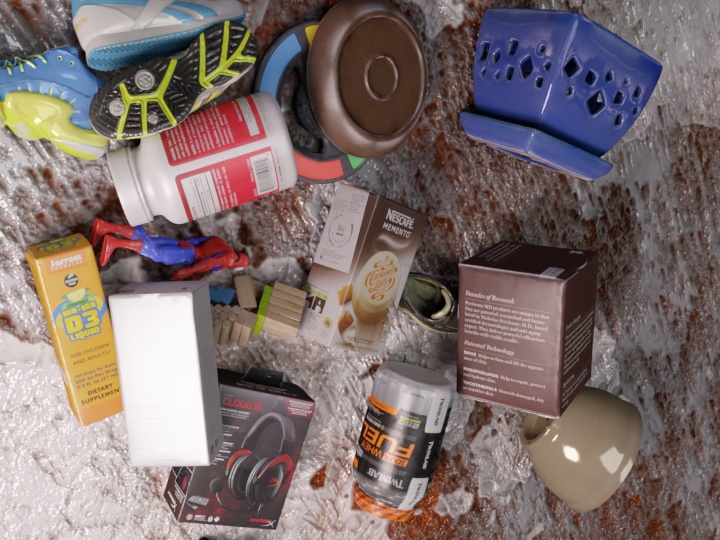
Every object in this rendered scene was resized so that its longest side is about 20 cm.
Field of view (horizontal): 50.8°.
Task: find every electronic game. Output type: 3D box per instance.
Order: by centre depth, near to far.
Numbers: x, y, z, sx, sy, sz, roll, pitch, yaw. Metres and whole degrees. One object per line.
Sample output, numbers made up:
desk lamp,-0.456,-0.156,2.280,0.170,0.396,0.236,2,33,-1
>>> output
electronic game,-0.048,-0.213,0.969,0.196,0.041,0.206,-9,106,-30

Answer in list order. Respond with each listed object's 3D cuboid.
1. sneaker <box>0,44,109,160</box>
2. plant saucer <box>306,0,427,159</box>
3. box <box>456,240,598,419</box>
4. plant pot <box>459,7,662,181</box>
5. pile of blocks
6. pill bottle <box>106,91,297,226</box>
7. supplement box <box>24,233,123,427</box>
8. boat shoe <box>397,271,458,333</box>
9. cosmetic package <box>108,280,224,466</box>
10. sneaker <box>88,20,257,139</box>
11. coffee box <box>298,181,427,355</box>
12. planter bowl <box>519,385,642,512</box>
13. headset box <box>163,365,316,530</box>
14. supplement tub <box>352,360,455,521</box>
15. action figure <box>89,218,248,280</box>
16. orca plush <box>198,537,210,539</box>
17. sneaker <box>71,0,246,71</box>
sneaker,-0.349,-0.193,0.782,0.197,0.075,0.108,20,80,-40
plant saucer,0.020,-0.247,0.970,0.196,0.032,0.206,-8,102,-38
box,0.246,0.079,1.119,0.165,0.161,0.206,-22,115,-54
plant pot,0.266,-0.243,1.066,0.196,0.199,0.184,14,101,-33
pile of blocks,-0.165,0.059,0.965,0.195,0.084,0.063,-2,147,-21
pill bottle,-0.178,-0.122,0.861,0.195,0.112,0.115,-19,112,-11
supplement box,-0.318,0.067,0.860,0.065,0.068,0.205,-18,110,-26
boat shoe,0.108,0.050,1.114,0.198,0.065,0.073,27,85,-34
cosmetic package,-0.219,0.118,0.872,0.099,0.074,0.206,-1,101,4
sneaker,-0.200,-0.195,0.826,0.197,0.076,0.077,-31,94,-18
coffee box,0.000,0.000,1.017,0.113,0.079,0.205,14,95,-48
planter bowl,0.350,0.273,1.262,0.133,0.200,0.203,33,84,-5
headset box,-0.155,0.223,0.993,0.146,0.075,0.205,17,93,-33
supplement tub,0.058,0.246,1.100,0.120,0.122,0.206,11,96,-32
action figure,-0.217,-0.020,0.897,0.196,0.065,0.053,5,112,-41
orca plush,-0.217,0.403,1.023,0.195,0.072,0.106,-9,151,-25
sneaker,-0.215,-0.282,0.830,0.197,0.076,0.083,-21,88,-36
